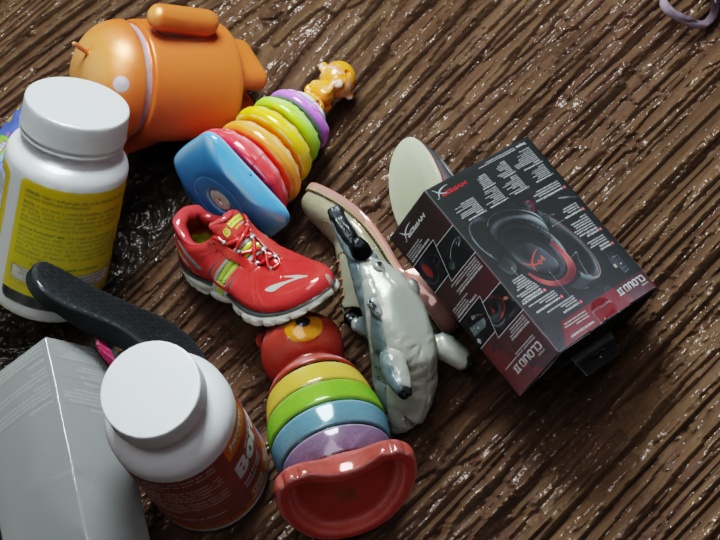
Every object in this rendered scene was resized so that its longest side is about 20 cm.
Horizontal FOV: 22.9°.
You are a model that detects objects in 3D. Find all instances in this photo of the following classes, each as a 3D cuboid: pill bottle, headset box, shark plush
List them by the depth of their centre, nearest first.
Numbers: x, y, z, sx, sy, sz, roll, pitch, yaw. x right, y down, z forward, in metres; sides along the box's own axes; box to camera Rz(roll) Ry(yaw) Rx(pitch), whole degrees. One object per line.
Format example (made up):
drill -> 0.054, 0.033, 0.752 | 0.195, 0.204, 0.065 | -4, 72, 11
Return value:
pill bottle -> -0.150, 0.138, 1.501 | 0.111, 0.200, 0.113 | -4, 64, 9
headset box -> 0.147, 0.002, 1.528 | 0.148, 0.075, 0.200 | -29, 74, -41
shark plush -> 0.008, 0.043, 1.546 | 0.091, 0.083, 0.201 | -35, 94, -39
pill bottle -> -0.273, -0.065, 1.615 | 0.113, 0.201, 0.115 | 12, 30, -7

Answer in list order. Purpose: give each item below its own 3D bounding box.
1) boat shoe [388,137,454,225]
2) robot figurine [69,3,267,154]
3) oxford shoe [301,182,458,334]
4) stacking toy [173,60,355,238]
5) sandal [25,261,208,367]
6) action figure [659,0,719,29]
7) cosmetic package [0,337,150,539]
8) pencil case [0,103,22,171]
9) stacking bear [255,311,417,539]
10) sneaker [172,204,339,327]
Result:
boat shoe -> 0.087, -0.037, 1.622 | 0.062, 0.071, 0.201 | 0, 51, -37
robot figurine -> -0.190, -0.178, 1.686 | 0.198, 0.143, 0.118 | -3, 83, -33
oxford shoe -> 0.000, 0.000, 1.616 | 0.074, 0.071, 0.200 | -41, 63, -4
stacking toy -> -0.072, -0.130, 1.678 | 0.116, 0.110, 0.200 | 46, 63, -9
sandal -> -0.218, 0.059, 1.597 | 0.045, 0.199, 0.075 | -53, 20, 19
action figure -> 0.362, -0.336, 1.714 | 0.149, 0.133, 0.201 | -43, 38, 36
cosmetic package -> -0.260, 0.173, 1.552 | 0.106, 0.090, 0.202 | -32, 62, 29
pencil case -> -0.341, -0.078, 1.713 | 0.086, 0.078, 0.201 | 14, 65, 49
stacking bear -> -0.034, 0.120, 1.542 | 0.120, 0.114, 0.201 | -14, 51, -7
sneaker -> -0.104, -0.011, 1.594 | 0.199, 0.085, 0.077 | 17, 46, 42
